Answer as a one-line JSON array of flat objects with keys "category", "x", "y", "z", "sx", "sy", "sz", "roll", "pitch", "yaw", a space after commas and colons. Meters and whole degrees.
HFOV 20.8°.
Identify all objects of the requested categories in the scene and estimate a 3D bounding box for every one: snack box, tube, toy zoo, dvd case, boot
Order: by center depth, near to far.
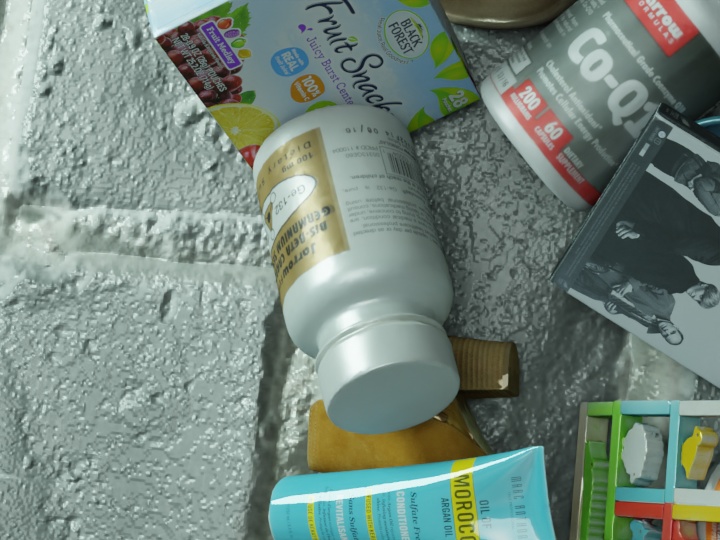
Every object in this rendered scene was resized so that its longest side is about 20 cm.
[{"category": "toy zoo", "x": 0.199, "y": 0.147, "z": 1.237, "sx": 0.020, "sy": 0.200, "sz": 0.132, "roll": 9, "pitch": 82, "yaw": -29}, {"category": "dvd case", "x": 0.240, "y": 0.003, "z": 1.258, "sx": 0.199, "sy": 0.025, "sz": 0.151, "roll": 32, "pitch": 126, "yaw": 2}, {"category": "tube", "x": 0.036, "y": 0.155, "z": 1.263, "sx": 0.199, "sy": 0.050, "sz": 0.078, "roll": -6, "pitch": 99, "yaw": 31}, {"category": "snack box", "x": -0.030, "y": -0.156, "z": 1.312, "sx": 0.168, "sy": 0.200, "sz": 0.068, "roll": -24, "pitch": 55, "yaw": 7}, {"category": "boot", "x": 0.033, "y": 0.139, "z": 1.326, "sx": 0.143, "sy": 0.071, "sz": 0.203, "roll": -3, "pitch": 71, "yaw": 18}]

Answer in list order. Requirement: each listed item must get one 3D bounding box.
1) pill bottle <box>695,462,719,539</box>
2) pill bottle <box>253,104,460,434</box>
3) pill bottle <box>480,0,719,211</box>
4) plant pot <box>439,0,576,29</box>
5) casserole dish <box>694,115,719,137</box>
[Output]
[{"category": "pill bottle", "x": 0.306, "y": 0.168, "z": 1.181, "sx": 0.113, "sy": 0.200, "sz": 0.115, "roll": -2, "pitch": 93, "yaw": -29}, {"category": "pill bottle", "x": 0.000, "y": 0.000, "z": 1.299, "sx": 0.114, "sy": 0.114, "sz": 0.201, "roll": -20, "pitch": 57, "yaw": 9}, {"category": "pill bottle", "x": 0.188, "y": -0.142, "z": 1.295, "sx": 0.200, "sy": 0.114, "sz": 0.114, "roll": -40, "pitch": 75, "yaw": 12}, {"category": "plant pot", "x": 0.082, "y": -0.290, "z": 1.329, "sx": 0.199, "sy": 0.201, "sz": 0.176, "roll": 17, "pitch": 68, "yaw": 15}, {"category": "casserole dish", "x": 0.282, "y": -0.046, "z": 1.280, "sx": 0.198, "sy": 0.039, "sz": 0.122, "roll": 4, "pitch": 116, "yaw": 3}]
